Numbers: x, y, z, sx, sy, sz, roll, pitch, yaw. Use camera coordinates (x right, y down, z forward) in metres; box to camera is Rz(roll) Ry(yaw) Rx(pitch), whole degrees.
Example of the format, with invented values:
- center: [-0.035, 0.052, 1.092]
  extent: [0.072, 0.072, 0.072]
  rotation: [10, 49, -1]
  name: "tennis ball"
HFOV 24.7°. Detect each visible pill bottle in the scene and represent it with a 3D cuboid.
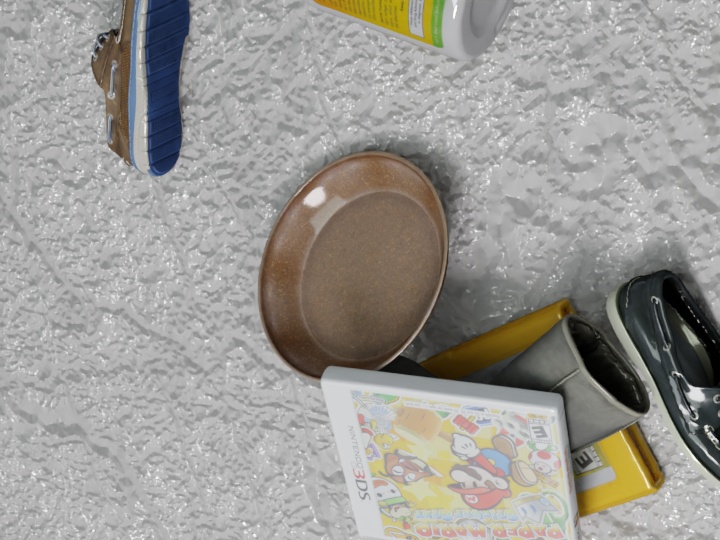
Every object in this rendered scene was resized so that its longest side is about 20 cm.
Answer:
- center: [0.015, -0.245, 1.277]
  extent: [0.199, 0.111, 0.111]
  rotation: [23, 118, 22]
  name: "pill bottle"

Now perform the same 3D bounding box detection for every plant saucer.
- center: [0.000, 0.000, 1.378]
  extent: [0.200, 0.037, 0.201]
  rotation: [-15, 65, 36]
  name: "plant saucer"

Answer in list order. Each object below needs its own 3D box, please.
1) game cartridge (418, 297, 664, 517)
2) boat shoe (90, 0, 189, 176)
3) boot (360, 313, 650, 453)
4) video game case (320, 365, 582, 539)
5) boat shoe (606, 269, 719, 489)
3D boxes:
- center: [0.134, 0.137, 1.396]
  extent: [0.200, 0.032, 0.177]
  rotation: [-27, 93, 34]
  name: "game cartridge"
- center: [-0.201, -0.183, 1.451]
  extent: [0.072, 0.072, 0.201]
  rotation: [18, 116, 25]
  name: "boat shoe"
- center: [0.110, 0.094, 1.320]
  extent: [0.182, 0.073, 0.200]
  rotation: [40, 140, -3]
  name: "boot"
- center: [0.076, 0.162, 1.334]
  extent: [0.199, 0.023, 0.182]
  rotation: [5, 130, 22]
  name: "video game case"
- center: [0.271, 0.085, 1.271]
  extent: [0.066, 0.074, 0.200]
  rotation: [-39, 77, 46]
  name: "boat shoe"
